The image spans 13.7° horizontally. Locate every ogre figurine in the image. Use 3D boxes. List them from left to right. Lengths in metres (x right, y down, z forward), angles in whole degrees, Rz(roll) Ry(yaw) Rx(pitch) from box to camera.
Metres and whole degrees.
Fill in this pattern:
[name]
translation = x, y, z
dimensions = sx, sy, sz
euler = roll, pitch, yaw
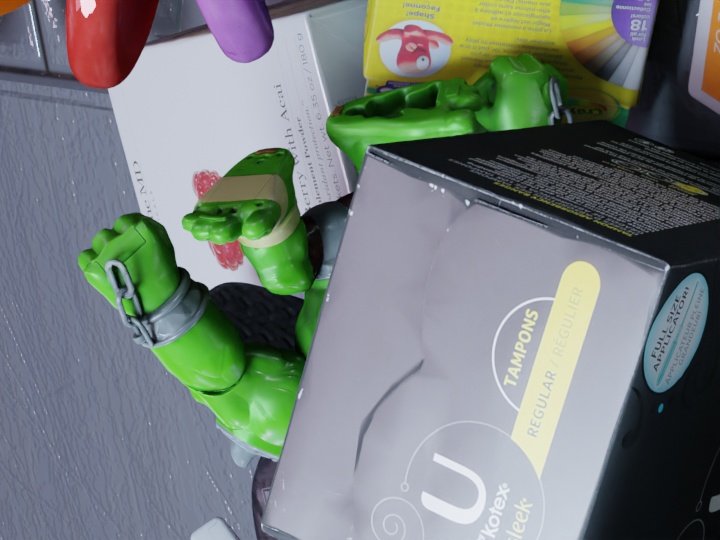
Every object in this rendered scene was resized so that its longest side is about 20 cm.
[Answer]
[ogre figurine]
translation = 0.000, 0.000, 1.187
dimensions = 0.098, 0.200, 0.120
euler = 17, 133, 47

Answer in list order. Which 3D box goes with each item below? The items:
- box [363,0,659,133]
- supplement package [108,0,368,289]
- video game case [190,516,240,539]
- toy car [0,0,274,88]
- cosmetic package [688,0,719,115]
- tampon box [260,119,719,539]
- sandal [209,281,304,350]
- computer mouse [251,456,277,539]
[box]
translation = 0.066, -0.141, 1.181
dimensions = 0.048, 0.117, 0.201
euler = -89, 6, -54
[supplement package]
translation = -0.012, -0.062, 1.345
dimensions = 0.200, 0.119, 0.122
euler = -4, 103, 60
[video game case]
translation = -0.006, 0.233, 1.503
dimensions = 0.200, 0.024, 0.182
euler = 53, 176, 29
[toy car]
translation = -0.077, -0.149, 1.150
dimensions = 0.175, 0.199, 0.151
euler = 51, -154, -79
[cosmetic package]
translation = 0.206, -0.070, 1.031
dimensions = 0.200, 0.071, 0.102
euler = 38, 136, 43
[tampon box]
translation = 0.081, 0.038, 1.102
dimensions = 0.126, 0.200, 0.151
euler = 23, 106, 26
[sandal]
translation = 0.012, 0.058, 1.326
dimensions = 0.045, 0.199, 0.075
euler = 129, 155, -51
[computer mouse]
translation = -0.016, 0.174, 1.378
dimensions = 0.140, 0.046, 0.201
euler = -19, 88, 40
